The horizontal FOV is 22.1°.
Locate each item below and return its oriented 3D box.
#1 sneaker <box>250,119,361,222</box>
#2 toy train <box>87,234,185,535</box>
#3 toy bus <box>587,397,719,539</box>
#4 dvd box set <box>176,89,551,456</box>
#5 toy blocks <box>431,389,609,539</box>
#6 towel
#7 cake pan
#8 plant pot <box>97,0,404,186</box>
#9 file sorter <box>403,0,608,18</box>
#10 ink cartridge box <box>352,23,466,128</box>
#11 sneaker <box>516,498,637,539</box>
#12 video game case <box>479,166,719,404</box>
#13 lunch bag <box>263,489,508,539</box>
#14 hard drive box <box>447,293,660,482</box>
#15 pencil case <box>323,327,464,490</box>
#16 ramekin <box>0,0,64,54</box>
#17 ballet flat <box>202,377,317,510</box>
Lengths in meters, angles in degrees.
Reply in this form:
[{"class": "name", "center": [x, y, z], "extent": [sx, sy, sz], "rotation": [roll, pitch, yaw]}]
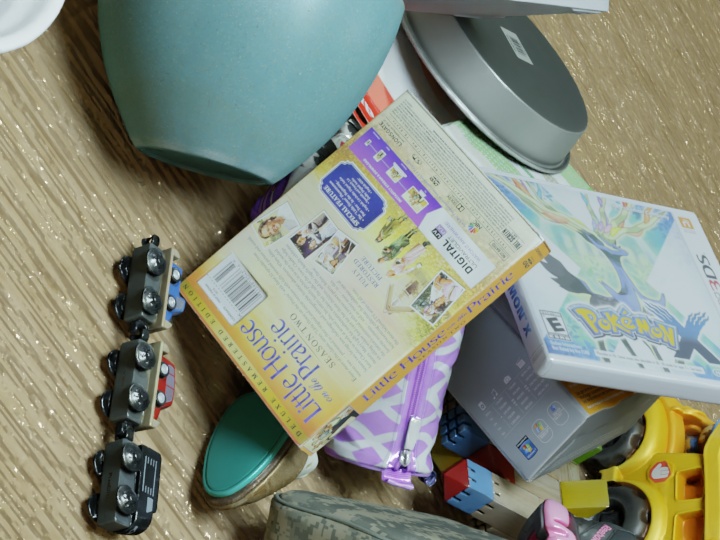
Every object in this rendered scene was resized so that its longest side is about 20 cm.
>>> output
[{"class": "sneaker", "center": [-0.028, -0.056, 1.316], "extent": [0.081, 0.083, 0.200], "rotation": [61, 18, 5]}, {"class": "toy train", "center": [-0.134, 0.069, 1.140], "extent": [0.046, 0.034, 0.200], "rotation": [35, 48, -44]}, {"class": "toy bus", "center": [0.288, 0.185, 1.520], "extent": [0.136, 0.192, 0.200], "rotation": [38, 45, -35]}, {"class": "dvd box set", "center": [0.000, 0.000, 1.169], "extent": [0.146, 0.200, 0.029], "rotation": [49, 0, 27]}, {"class": "toy blocks", "center": [0.100, 0.132, 1.387], "extent": [0.137, 0.100, 0.200], "rotation": [31, 40, -31]}, {"class": "towel", "center": [0.123, -0.058, 1.406], "extent": [0.149, 0.031, 0.200], "rotation": [49, 25, 7]}, {"class": "cake pan", "center": [0.109, -0.165, 1.450], "extent": [0.200, 0.037, 0.200], "rotation": [39, 26, -24]}, {"class": "plant pot", "center": [-0.085, -0.131, 1.193], "extent": [0.200, 0.200, 0.135], "rotation": [20, 83, -48]}, {"class": "file sorter", "center": [0.056, -0.244, 1.272], "extent": [0.200, 0.139, 0.125], "rotation": [0, 95, -36]}, {"class": "ink cartridge box", "center": [0.023, -0.158, 1.400], "extent": [0.162, 0.050, 0.200], "rotation": [57, 16, -18]}, {"class": "sneaker", "center": [0.160, 0.251, 1.252], "extent": [0.095, 0.079, 0.200], "rotation": [14, 53, -16]}, {"class": "video game case", "center": [0.183, 0.012, 1.291], "extent": [0.200, 0.022, 0.182], "rotation": [10, 43, -28]}, {"class": "lunch bag", "center": [0.023, 0.244, 1.185], "extent": [0.200, 0.139, 0.168], "rotation": [17, 89, -48]}, {"class": "hard drive box", "center": [0.119, 0.042, 1.371], "extent": [0.200, 0.077, 0.156], "rotation": [48, 33, 17]}, {"class": "pencil case", "center": [0.031, 0.047, 1.265], "extent": [0.084, 0.085, 0.200], "rotation": [9, 97, -16]}, {"class": "ramekin", "center": [-0.266, -0.201, 1.036], "extent": [0.200, 0.098, 0.201], "rotation": [27, 54, -45]}, {"class": "ballet flat", "center": [-0.051, 0.092, 1.226], "extent": [0.200, 0.068, 0.072], "rotation": [-78, 149, -43]}]
